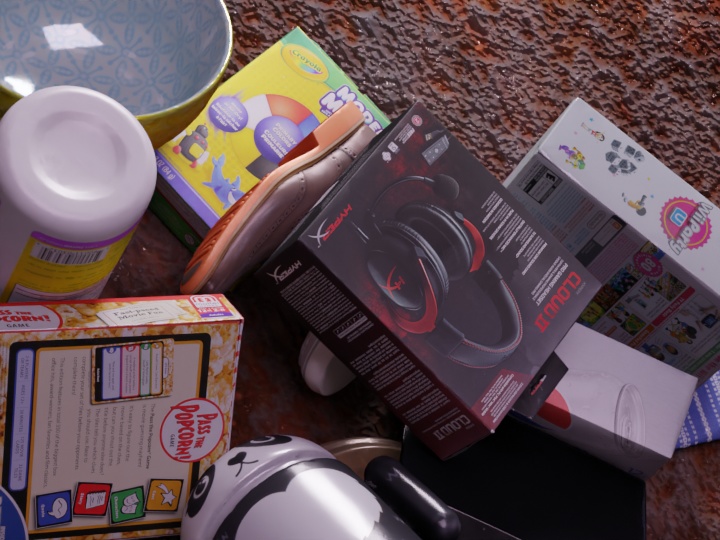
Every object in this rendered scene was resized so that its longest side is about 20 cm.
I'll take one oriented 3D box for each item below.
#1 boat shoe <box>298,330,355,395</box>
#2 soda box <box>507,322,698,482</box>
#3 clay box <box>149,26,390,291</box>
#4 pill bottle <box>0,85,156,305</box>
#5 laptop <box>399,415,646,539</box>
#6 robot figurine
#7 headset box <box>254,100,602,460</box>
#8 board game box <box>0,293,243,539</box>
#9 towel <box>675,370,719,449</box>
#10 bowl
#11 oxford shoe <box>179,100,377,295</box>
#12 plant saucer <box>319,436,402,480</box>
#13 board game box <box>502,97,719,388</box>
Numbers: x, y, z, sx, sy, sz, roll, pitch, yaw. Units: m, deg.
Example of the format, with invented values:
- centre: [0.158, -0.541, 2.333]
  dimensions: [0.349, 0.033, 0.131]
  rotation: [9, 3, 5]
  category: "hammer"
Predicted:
- centre: [0.000, 0.000, 1.628]
  dimensions: [0.068, 0.072, 0.201]
  rotation: [23, 62, 16]
  category: "boat shoe"
- centre: [0.130, 0.073, 1.625]
  dimensions: [0.199, 0.063, 0.069]
  rotation: [25, 66, -1]
  category: "soda box"
- centre: [-0.060, -0.089, 1.657]
  dimensions: [0.115, 0.048, 0.200]
  rotation: [46, 58, 4]
  category: "clay box"
- centre: [-0.202, -0.025, 1.474]
  dimensions: [0.103, 0.200, 0.105]
  rotation: [10, 60, -18]
  category: "pill bottle"
- centre: [0.087, 0.200, 1.557]
  dimensions: [0.186, 0.116, 0.201]
  rotation: [25, 86, -8]
  category: "laptop"
- centre: [-0.025, 0.187, 1.425]
  dimensions: [0.150, 0.125, 0.200]
  rotation: [4, 30, -47]
  category: "robot figurine"
- centre: [0.054, 0.014, 1.532]
  dimensions: [0.200, 0.075, 0.149]
  rotation: [45, 58, -6]
  category: "headset box"
- centre: [-0.179, 0.096, 1.457]
  dimensions: [0.198, 0.153, 0.046]
  rotation: [-2, 21, -23]
  category: "board game box"
- centre: [0.206, 0.066, 1.706]
  dimensions: [0.199, 0.024, 0.146]
  rotation: [-11, 70, -24]
  category: "towel"
- centre: [-0.193, -0.135, 1.580]
  dimensions: [0.198, 0.108, 0.201]
  rotation: [9, 45, -10]
  category: "bowl"
- centre: [-0.044, -0.035, 1.572]
  dimensions: [0.073, 0.071, 0.200]
  rotation: [48, 57, -4]
  category: "oxford shoe"
- centre: [0.018, 0.202, 1.550]
  dimensions: [0.199, 0.029, 0.202]
  rotation: [10, 62, -18]
  category: "plant saucer"
- centre: [0.187, -0.008, 1.634]
  dimensions: [0.200, 0.148, 0.064]
  rotation: [38, 57, -1]
  category: "board game box"
